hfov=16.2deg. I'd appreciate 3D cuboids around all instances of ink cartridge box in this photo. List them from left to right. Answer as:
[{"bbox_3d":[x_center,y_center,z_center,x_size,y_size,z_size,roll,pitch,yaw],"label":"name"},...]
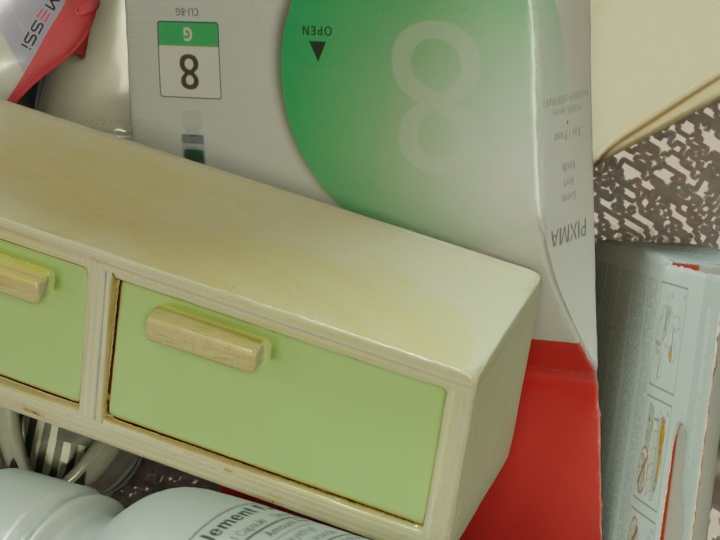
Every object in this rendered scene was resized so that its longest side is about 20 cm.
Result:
[{"bbox_3d":[0.000,0.000,0.842,0.161,0.050,0.200,5,101,32],"label":"ink cartridge box"},{"bbox_3d":[0.107,0.074,0.847,0.050,0.200,0.162,7,93,-8],"label":"ink cartridge box"}]

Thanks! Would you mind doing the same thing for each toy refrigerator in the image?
[{"bbox_3d":[-0.051,0.017,0.804,0.200,0.070,0.076,19,126,14],"label":"toy refrigerator"}]

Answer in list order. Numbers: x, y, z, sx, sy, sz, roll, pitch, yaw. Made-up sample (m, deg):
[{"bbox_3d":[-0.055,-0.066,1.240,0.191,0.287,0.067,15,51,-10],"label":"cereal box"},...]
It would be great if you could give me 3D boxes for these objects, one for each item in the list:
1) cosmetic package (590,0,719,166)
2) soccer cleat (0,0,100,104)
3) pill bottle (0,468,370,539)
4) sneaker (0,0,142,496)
[{"bbox_3d":[0.125,-0.101,0.887,0.200,0.104,0.073,-29,92,1],"label":"cosmetic package"},{"bbox_3d":[-0.112,-0.117,0.877,0.076,0.067,0.200,28,86,-15],"label":"soccer cleat"},{"bbox_3d":[-0.039,0.130,0.781,0.200,0.114,0.114,15,93,26],"label":"pill bottle"},{"bbox_3d":[-0.088,-0.012,0.902,0.073,0.071,0.200,6,93,-2],"label":"sneaker"}]
